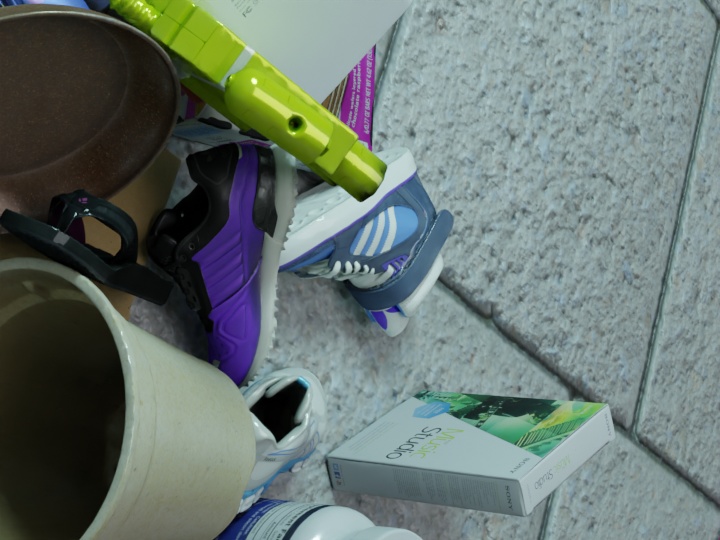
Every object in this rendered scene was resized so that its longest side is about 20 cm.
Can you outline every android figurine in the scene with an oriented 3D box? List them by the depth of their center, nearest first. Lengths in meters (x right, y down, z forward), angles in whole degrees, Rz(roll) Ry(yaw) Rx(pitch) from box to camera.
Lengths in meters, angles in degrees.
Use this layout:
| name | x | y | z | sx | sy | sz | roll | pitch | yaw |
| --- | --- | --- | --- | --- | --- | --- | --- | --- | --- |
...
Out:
| name | x | y | z | sx | sy | sz | roll | pitch | yaw |
| --- | --- | --- | --- | --- | --- | --- | --- | --- | --- |
| android figurine | -0.075 | -0.116 | 0.934 | 0.199 | 0.182 | 0.041 | 36 | 90 | -24 |

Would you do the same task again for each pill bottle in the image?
| name | x | y | z | sx | sy | sz | roll | pitch | yaw |
| --- | --- | --- | --- | --- | --- | --- | --- | --- | --- |
| pill bottle | -0.048 | 0.224 | 1.045 | 0.115 | 0.198 | 0.118 | 2 | 88 | -49 |

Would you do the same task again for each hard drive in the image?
| name | x | y | z | sx | sy | sz | roll | pitch | yaw |
| --- | --- | --- | --- | --- | --- | --- | --- | --- | --- |
| hard drive | -0.042 | -0.197 | 1.011 | 0.132 | 0.025 | 0.200 | -47 | 152 | -1 |

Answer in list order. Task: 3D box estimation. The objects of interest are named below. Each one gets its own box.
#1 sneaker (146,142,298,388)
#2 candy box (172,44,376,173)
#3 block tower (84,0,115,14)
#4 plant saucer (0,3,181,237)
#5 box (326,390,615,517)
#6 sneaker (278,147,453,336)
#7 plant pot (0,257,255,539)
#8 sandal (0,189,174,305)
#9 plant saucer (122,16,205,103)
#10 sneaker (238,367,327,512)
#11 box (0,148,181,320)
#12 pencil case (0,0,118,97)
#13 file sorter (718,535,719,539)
| name | x | y | z | sx | sy | sz | roll | pitch | yaw |
| --- | --- | --- | --- | --- | --- | --- | --- | --- | --- |
| sneaker | -0.110 | -0.004 | 1.064 | 0.098 | 0.070 | 0.202 | 1 | 119 | -19 |
| candy box | -0.072 | -0.160 | 1.137 | 0.199 | 0.060 | 0.139 | 10 | 79 | -48 |
| block tower | -0.105 | -0.237 | 0.988 | 0.199 | 0.054 | 0.058 | -31 | 97 | -25 |
| plant saucer | -0.207 | -0.094 | 0.876 | 0.199 | 0.200 | 0.037 | 12 | 45 | -48 |
| box | 0.091 | 0.146 | 1.209 | 0.144 | 0.198 | 0.037 | -29 | 113 | -46 |
| sneaker | 0.000 | 0.000 | 1.200 | 0.200 | 0.080 | 0.148 | -37 | 116 | -43 |
| plant pot | -0.168 | 0.109 | 0.937 | 0.183 | 0.198 | 0.204 | 22 | 72 | -58 |
| sandal | -0.170 | -0.021 | 0.931 | 0.048 | 0.075 | 0.200 | -65 | 168 | -3 |
| plant saucer | -0.106 | -0.258 | 1.039 | 0.200 | 0.037 | 0.201 | -45 | 104 | -22 |
| sneaker | -0.056 | 0.108 | 1.083 | 0.075 | 0.087 | 0.200 | 41 | 22 | 1 |
| box | -0.217 | -0.053 | 0.993 | 0.199 | 0.021 | 0.165 | 37 | 62 | -42 |
| pencil case | -0.224 | -0.196 | 0.921 | 0.202 | 0.077 | 0.087 | 62 | 2 | -10 |
| file sorter | 0.532 | 0.368 | 1.772 | 0.200 | 0.124 | 0.140 | 50 | 54 | -35 |
